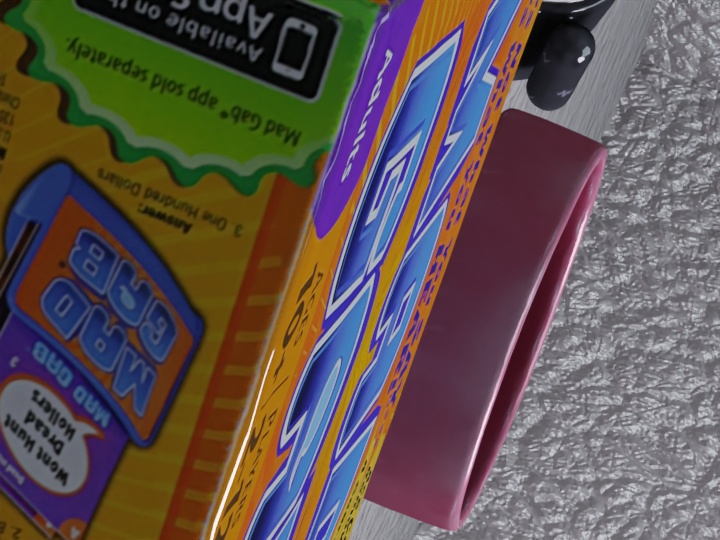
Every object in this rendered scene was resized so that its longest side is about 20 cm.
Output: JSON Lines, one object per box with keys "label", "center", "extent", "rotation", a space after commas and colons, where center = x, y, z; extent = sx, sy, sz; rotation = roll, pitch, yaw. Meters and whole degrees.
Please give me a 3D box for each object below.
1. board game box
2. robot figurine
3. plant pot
{"label": "board game box", "center": [-0.091, -0.020, 0.589], "extent": [0.200, 0.200, 0.200], "rotation": [-51, 162, -67]}
{"label": "robot figurine", "center": [0.091, -0.185, 1.719], "extent": [0.125, 0.150, 0.200], "rotation": [-52, 178, -24]}
{"label": "plant pot", "center": [0.000, 0.000, 1.416], "extent": [0.200, 0.179, 0.200], "rotation": [22, 90, -82]}
